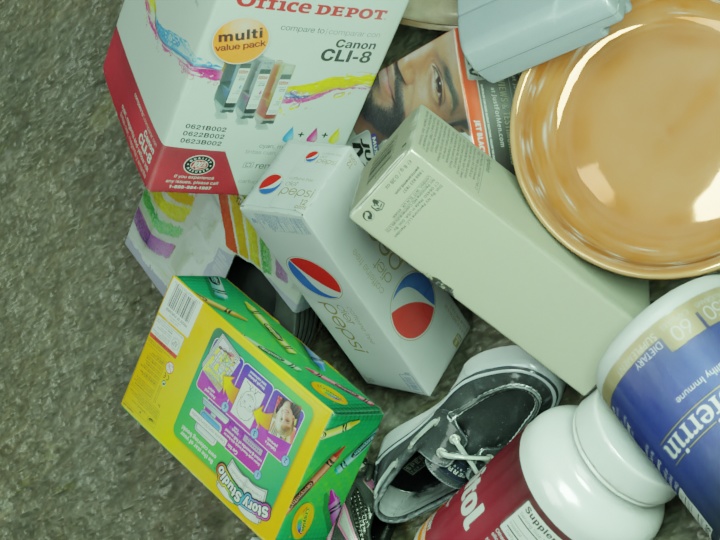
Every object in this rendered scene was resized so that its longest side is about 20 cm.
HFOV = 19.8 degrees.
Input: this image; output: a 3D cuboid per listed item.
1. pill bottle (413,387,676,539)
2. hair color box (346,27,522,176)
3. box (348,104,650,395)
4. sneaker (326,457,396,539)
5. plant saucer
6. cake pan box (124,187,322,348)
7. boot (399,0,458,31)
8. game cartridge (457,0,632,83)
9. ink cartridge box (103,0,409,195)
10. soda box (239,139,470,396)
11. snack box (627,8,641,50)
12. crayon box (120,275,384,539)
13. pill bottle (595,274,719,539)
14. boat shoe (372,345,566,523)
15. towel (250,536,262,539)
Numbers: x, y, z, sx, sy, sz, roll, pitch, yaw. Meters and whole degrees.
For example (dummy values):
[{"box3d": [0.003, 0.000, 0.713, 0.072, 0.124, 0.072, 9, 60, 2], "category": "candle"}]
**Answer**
[{"box3d": [0.131, 0.164, 1.398, 0.200, 0.113, 0.113, -48, 60, 35], "category": "pill bottle"}, {"box3d": [0.047, -0.092, 1.473, 0.200, 0.064, 0.111, -24, 73, 56], "category": "hair color box"}, {"box3d": [0.092, -0.014, 1.343, 0.200, 0.082, 0.068, 38, 115, -10], "category": "box"}, {"box3d": [-0.010, 0.170, 1.585, 0.086, 0.080, 0.200, -21, 69, 15], "category": "sneaker"}, {"box3d": [0.196, -0.090, 1.317, 0.200, 0.037, 0.200, -3, 78, 16], "category": "plant saucer"}, {"box3d": [-0.096, -0.015, 1.626, 0.200, 0.052, 0.184, 53, 143, 22], "category": "cake pan box"}, {"box3d": [0.041, -0.251, 1.485, 0.200, 0.070, 0.146, 17, 107, 51], "category": "boot"}, {"box3d": [0.126, -0.221, 1.358, 0.133, 0.042, 0.200, -17, 47, 36], "category": "game cartridge"}, {"box3d": [-0.077, -0.173, 1.476, 0.200, 0.145, 0.145, -65, 34, 38], "category": "ink cartridge box"}, {"box3d": [0.000, 0.000, 1.467, 0.064, 0.200, 0.068, 9, 55, 41], "category": "soda box"}, {"box3d": [0.154, -0.138, 1.409, 0.116, 0.037, 0.200, 6, 97, 47], "category": "snack box"}, {"box3d": [-0.085, 0.103, 1.545, 0.200, 0.058, 0.119, 38, 113, 36], "category": "crayon box"}, {"box3d": [0.245, 0.109, 1.275, 0.200, 0.116, 0.116, 53, 127, 26], "category": "pill bottle"}, {"box3d": [0.072, 0.122, 1.469, 0.200, 0.072, 0.068, -37, 25, 43], "category": "boat shoe"}, {"box3d": [-0.065, 0.308, 1.567, 0.048, 0.171, 0.200, -2, 78, 9], "category": "towel"}]
